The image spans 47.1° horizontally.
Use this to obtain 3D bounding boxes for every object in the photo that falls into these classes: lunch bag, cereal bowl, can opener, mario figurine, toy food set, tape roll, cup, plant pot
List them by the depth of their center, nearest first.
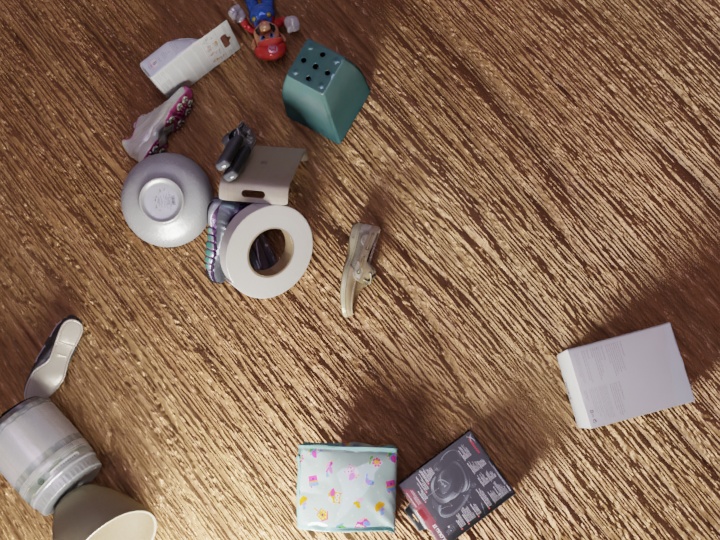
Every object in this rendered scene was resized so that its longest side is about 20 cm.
[{"bbox_3d":[-0.029,0.424,1.621,0.198,0.122,0.172,1,81,0],"label":"lunch bag"},{"bbox_3d":[-0.525,0.507,1.631,0.143,0.200,0.201,37,85,30],"label":"cup"},{"bbox_3d":[-0.191,-0.042,1.685,0.203,0.203,0.037,-53,40,-5],"label":"tape roll"},{"bbox_3d":[-0.263,-0.243,1.699,0.066,0.201,0.054,-23,118,24],"label":"can opener"},{"bbox_3d":[-0.198,-0.198,1.717,0.142,0.201,0.061,5,126,7],"label":"toy food set"},{"bbox_3d":[-0.078,-0.385,1.717,0.140,0.200,0.142,29,84,9],"label":"plant pot"},{"bbox_3d":[-0.412,-0.148,1.744,0.198,0.083,0.203,0,94,-1],"label":"cereal bowl"},{"bbox_3d":[-0.210,-0.552,1.802,0.123,0.105,0.202,-29,68,35],"label":"mario figurine"}]

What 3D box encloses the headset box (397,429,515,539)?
[{"bbox_3d":[0.180,0.432,1.622,0.199,0.077,0.149,-37,79,-1],"label":"headset box"}]

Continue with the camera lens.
[{"bbox_3d":[-0.642,0.367,1.665,0.200,0.160,0.160,44,87,10],"label":"camera lens"}]

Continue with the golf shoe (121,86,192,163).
[{"bbox_3d":[-0.445,-0.327,1.808,0.091,0.075,0.201,32,84,13],"label":"golf shoe"}]

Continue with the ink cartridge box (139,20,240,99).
[{"bbox_3d":[-0.363,-0.461,1.776,0.200,0.163,0.057,-42,84,-2],"label":"ink cartridge box"}]

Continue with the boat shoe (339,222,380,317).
[{"bbox_3d":[0.000,0.000,1.714,0.064,0.072,0.202,8,76,8],"label":"boat shoe"}]

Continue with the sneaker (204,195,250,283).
[{"bbox_3d":[-0.269,-0.053,1.701,0.087,0.075,0.202,12,124,10],"label":"sneaker"}]

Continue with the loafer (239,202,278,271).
[{"bbox_3d":[-0.227,-0.079,1.756,0.062,0.072,0.202,-18,86,-17],"label":"loafer"}]

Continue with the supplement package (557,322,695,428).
[{"bbox_3d":[0.504,0.205,1.591,0.198,0.151,0.153,-15,79,3],"label":"supplement package"}]

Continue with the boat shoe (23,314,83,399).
[{"bbox_3d":[-0.650,0.187,1.757,0.067,0.057,0.201,30,88,-27],"label":"boat shoe"}]
